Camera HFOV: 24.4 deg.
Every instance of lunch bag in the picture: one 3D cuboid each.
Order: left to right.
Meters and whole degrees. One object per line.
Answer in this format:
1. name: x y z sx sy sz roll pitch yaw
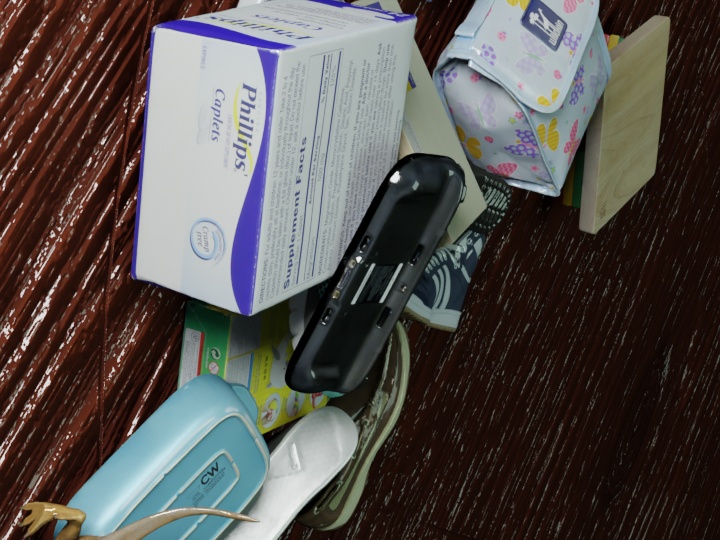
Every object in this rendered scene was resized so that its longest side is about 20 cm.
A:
1. lunch bag: 0.155 -0.197 1.581 0.170 0.126 0.200 -62 145 -29

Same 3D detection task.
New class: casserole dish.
1. casserole dish: -0.137 0.167 1.219 0.200 0.039 0.121 -46 138 -21

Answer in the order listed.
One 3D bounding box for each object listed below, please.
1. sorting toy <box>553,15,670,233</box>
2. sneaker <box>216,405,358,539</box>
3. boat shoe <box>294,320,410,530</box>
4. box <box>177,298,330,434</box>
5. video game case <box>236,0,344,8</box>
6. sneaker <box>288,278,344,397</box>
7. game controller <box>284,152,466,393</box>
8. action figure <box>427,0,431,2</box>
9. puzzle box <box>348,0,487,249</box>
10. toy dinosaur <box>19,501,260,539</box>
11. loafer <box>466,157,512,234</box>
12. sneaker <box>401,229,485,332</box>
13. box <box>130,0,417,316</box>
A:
1. sorting toy: 0.281 -0.175 1.910 0.200 0.069 0.200 -38 136 -51
2. sneaker: -0.089 0.192 1.352 0.200 0.071 0.099 -39 176 -19
3. boat shoe: -0.014 0.133 1.473 0.075 0.074 0.204 18 88 -59
4. box: -0.074 0.066 1.344 0.200 0.048 0.118 -15 116 -59
5. video game case: -0.062 -0.132 1.286 0.182 0.023 0.201 41 67 -63
6. sneaker: 0.000 0.000 1.315 0.078 0.091 0.202 28 64 -60
7. game controller: 0.011 0.004 1.224 0.104 0.042 0.201 7 115 -54
8. action figure: 0.054 -0.318 1.382 0.194 0.104 0.200 -54 173 -24
9. puzzle box: 0.038 -0.123 1.324 0.201 0.025 0.133 66 21 -6
10. toy dinosaur: -0.181 0.195 1.139 0.200 0.061 0.106 -41 134 13
11. loafer: 0.057 -0.089 1.509 0.200 0.071 0.073 31 91 -48
12. sneaker: 0.059 -0.007 1.546 0.109 0.070 0.200 -71 161 0
13. box: -0.058 -0.088 1.172 0.200 0.104 0.185 -26 128 -58
